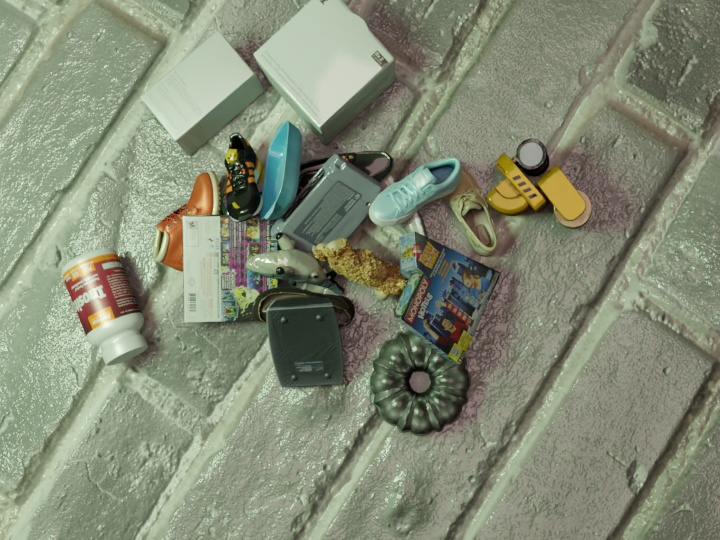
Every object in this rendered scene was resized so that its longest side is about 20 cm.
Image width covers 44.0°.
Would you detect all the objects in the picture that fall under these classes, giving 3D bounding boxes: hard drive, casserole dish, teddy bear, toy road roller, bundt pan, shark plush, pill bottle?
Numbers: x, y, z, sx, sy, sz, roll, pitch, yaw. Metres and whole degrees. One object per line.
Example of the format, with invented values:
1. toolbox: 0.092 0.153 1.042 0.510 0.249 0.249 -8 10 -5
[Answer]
1. hard drive: -0.099 0.132 1.637 0.132 0.202 0.043 -4 40 2
2. casserole dish: -0.144 -0.181 1.645 0.038 0.121 0.203 16 58 -20
3. teddy bear: 0.000 0.000 1.651 0.144 0.199 0.068 1 67 48
4. toy road roller: 0.327 -0.138 1.674 0.146 0.123 0.201 -41 80 11
5. bundt pan: 0.111 0.206 1.660 0.198 0.076 0.206 0 82 3
6. shark plush: -0.115 -0.002 1.673 0.083 0.198 0.092 -39 53 38
7. pill bottle: -0.479 0.070 1.687 0.112 0.113 0.203 -25 82 -1

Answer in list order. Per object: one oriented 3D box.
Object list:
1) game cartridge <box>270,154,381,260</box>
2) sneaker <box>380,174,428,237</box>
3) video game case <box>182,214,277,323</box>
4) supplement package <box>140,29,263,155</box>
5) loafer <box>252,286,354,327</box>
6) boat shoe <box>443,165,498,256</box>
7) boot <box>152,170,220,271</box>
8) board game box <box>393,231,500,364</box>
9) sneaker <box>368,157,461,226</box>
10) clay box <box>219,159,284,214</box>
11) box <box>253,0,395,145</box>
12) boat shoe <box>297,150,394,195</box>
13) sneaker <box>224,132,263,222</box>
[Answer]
1. game cartridge: -0.059 -0.111 1.660 0.132 0.041 0.200 30 113 -33
2. sneaker: 0.058 -0.117 1.712 0.082 0.075 0.201 -37 71 4
3. video game case: -0.245 -0.005 1.677 0.178 0.036 0.204 -2 99 -12
4. supplement package: -0.304 -0.342 1.728 0.199 0.117 0.117 -40 82 -2
5. loafer: -0.103 0.072 1.666 0.196 0.071 0.074 0 98 -10
6. boat shoe: 0.209 -0.124 1.701 0.071 0.065 0.203 -24 82 -1
7. boot: -0.331 -0.098 1.692 0.106 0.075 0.204 15 88 -31
8. board game box: 0.135 0.034 1.621 0.199 0.061 0.202 37 65 -18
9. sneaker: 0.101 -0.155 1.634 0.198 0.082 0.074 -32 69 -18
10. clay box: -0.192 -0.124 1.730 0.198 0.048 0.116 -28 81 -2
11. box: -0.065 -0.392 1.716 0.200 0.131 0.199 -42 82 -3
12. boat shoe: -0.033 -0.183 1.673 0.198 0.063 0.075 -13 77 2
13. sneaker: -0.227 -0.175 1.649 0.069 0.091 0.202 -18 40 11
